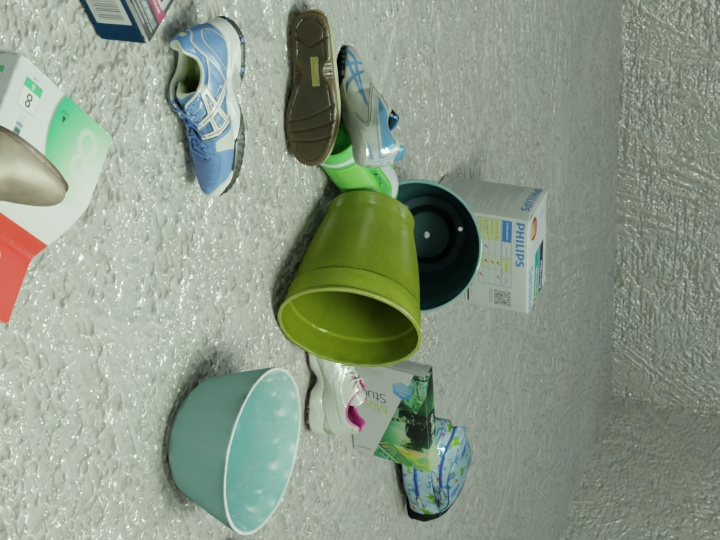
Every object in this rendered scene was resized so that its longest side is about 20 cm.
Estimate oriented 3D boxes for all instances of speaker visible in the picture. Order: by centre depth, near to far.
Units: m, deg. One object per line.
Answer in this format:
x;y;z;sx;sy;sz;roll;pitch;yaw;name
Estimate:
-0.007;-0.151;1.732;0.200;0.088;0.089;49;54;-63;speaker

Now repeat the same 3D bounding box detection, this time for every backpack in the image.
0.138;0.353;2.268;0.164;0.153;0.201;-55;135;-35;backpack

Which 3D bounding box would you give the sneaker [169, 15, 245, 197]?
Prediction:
-0.175;-0.176;1.345;0.077;0.075;0.202;-20;120;-40;sneaker

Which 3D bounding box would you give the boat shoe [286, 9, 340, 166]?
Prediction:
-0.055;-0.241;1.608;0.076;0.071;0.202;-64;159;-72;boat shoe

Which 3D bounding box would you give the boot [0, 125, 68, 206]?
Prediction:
-0.323;-0.053;0.924;0.199;0.070;0.147;29;48;-30;boot

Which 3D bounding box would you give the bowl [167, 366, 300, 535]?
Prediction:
-0.160;0.207;1.476;0.201;0.104;0.203;10;90;-68;bowl

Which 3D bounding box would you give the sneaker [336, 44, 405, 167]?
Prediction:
0.007;-0.216;1.612;0.072;0.072;0.201;113;-32;-51;sneaker

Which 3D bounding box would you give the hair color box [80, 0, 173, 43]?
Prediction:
-0.206;-0.330;1.193;0.100;0.060;0.201;69;36;-53;hair color box

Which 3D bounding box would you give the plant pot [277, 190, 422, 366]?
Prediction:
0.000;0.000;1.705;0.201;0.198;0.194;68;28;-53;plant pot

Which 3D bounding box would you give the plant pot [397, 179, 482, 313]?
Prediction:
0.096;-0.049;1.917;0.188;0.198;0.202;-45;142;-78;plant pot

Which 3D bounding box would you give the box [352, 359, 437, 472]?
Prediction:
0.050;0.222;1.955;0.036;0.143;0.201;-49;142;-45;box

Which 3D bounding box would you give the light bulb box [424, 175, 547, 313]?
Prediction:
0.228;-0.049;2.210;0.125;0.198;0.200;-51;145;-50;light bulb box

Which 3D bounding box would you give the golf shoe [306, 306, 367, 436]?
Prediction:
-0.029;0.151;1.801;0.075;0.091;0.202;-35;129;-60;golf shoe

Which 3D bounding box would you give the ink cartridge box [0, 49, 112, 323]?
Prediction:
-0.304;-0.067;1.077;0.161;0.050;0.202;49;52;-63;ink cartridge box
